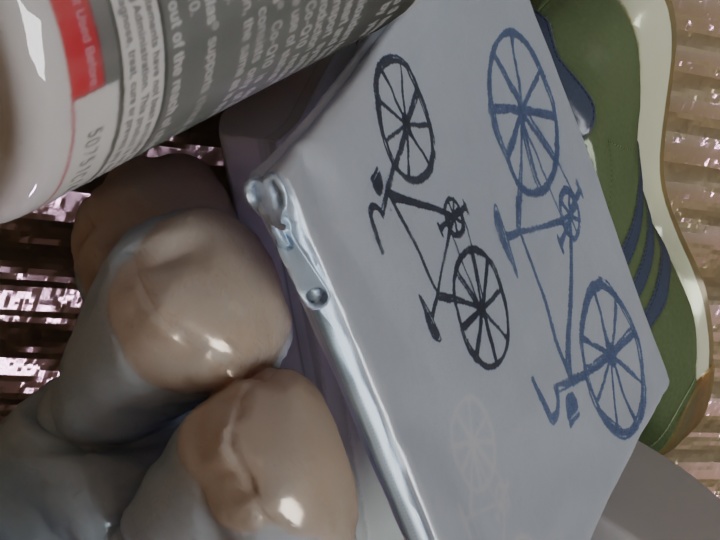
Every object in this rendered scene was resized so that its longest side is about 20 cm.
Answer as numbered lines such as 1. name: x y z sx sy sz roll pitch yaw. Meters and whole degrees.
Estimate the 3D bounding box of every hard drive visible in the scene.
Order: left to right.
1. hard drive: 0.000 0.000 0.862 0.132 0.026 0.200 -65 153 -47

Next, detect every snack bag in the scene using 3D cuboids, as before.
1. snack bag: 0.035 0.010 0.802 0.189 0.021 0.200 68 30 -23

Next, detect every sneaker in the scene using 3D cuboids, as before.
1. sneaker: 0.068 -0.008 0.942 0.090 0.067 0.200 -34 128 -38

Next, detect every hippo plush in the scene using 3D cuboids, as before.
1. hippo plush: -0.097 0.062 0.765 0.161 0.200 0.159 -18 105 -11

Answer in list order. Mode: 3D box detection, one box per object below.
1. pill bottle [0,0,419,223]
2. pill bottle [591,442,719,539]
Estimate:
1. pill bottle: -0.045 -0.102 0.722 0.200 0.114 0.114 -30 132 -34
2. pill bottle: 0.049 0.158 0.947 0.114 0.114 0.200 8 118 -50
